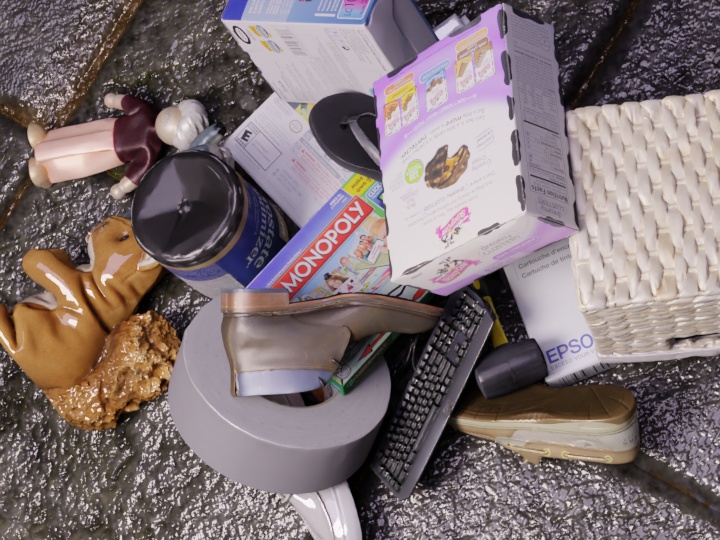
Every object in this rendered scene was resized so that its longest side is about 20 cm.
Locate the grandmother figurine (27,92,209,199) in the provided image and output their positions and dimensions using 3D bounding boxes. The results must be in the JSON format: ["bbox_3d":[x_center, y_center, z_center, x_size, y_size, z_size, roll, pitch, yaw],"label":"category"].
[{"bbox_3d":[-0.250,-0.134,1.833,0.199,0.061,0.122,-13,78,18],"label":"grandmother figurine"}]

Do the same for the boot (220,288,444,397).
[{"bbox_3d":[-0.026,0.067,1.558,0.199,0.075,0.098,3,88,-5],"label":"boot"}]

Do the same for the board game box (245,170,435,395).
[{"bbox_3d":[0.000,0.000,1.626,0.134,0.029,0.200,37,73,17],"label":"board game box"}]

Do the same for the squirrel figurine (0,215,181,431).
[{"bbox_3d":[-0.252,0.050,1.751,0.186,0.142,0.200,-38,79,-7],"label":"squirrel figurine"}]

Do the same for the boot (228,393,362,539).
[{"bbox_3d":[-0.078,0.193,1.638,0.095,0.074,0.200,-10,54,-30],"label":"boot"}]

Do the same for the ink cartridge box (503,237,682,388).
[{"bbox_3d":[0.232,-0.016,1.636,0.196,0.043,0.201,-24,68,11],"label":"ink cartridge box"}]

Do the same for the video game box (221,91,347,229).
[{"bbox_3d":[-0.011,-0.122,1.751,0.182,0.047,0.200,-45,65,3],"label":"video game box"}]

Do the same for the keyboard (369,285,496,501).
[{"bbox_3d":[0.056,0.101,1.630,0.201,0.021,0.127,-65,29,12],"label":"keyboard"}]

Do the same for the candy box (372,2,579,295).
[{"bbox_3d":[0.097,-0.101,1.526,0.167,0.071,0.201,-27,59,43],"label":"candy box"}]

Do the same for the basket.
[{"bbox_3d":[0.283,-0.042,1.520,0.197,0.161,0.201,-7,69,15],"label":"basket"}]

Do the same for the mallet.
[{"bbox_3d":[0.108,0.038,1.639,0.066,0.041,0.200,-27,48,-2],"label":"mallet"}]

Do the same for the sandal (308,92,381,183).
[{"bbox_3d":[0.039,-0.109,1.634,0.200,0.043,0.076,35,67,18],"label":"sandal"}]

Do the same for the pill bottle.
[{"bbox_3d":[-0.131,-0.031,1.678,0.111,0.200,0.112,-6,72,17],"label":"pill bottle"}]

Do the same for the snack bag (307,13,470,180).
[{"bbox_3d":[0.071,-0.123,1.689,0.188,0.021,0.200,-33,67,5],"label":"snack bag"}]

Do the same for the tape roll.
[{"bbox_3d":[-0.074,0.108,1.622,0.200,0.200,0.066,47,136,25],"label":"tape roll"}]

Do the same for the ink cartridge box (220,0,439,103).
[{"bbox_3d":[-0.039,-0.225,1.681,0.199,0.137,0.077,6,61,33],"label":"ink cartridge box"}]

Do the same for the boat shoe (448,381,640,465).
[{"bbox_3d":[0.161,0.143,1.588,0.199,0.067,0.074,3,33,40],"label":"boat shoe"}]

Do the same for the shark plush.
[{"bbox_3d":[-0.198,-0.085,1.769,0.199,0.083,0.091,-15,91,37],"label":"shark plush"}]
